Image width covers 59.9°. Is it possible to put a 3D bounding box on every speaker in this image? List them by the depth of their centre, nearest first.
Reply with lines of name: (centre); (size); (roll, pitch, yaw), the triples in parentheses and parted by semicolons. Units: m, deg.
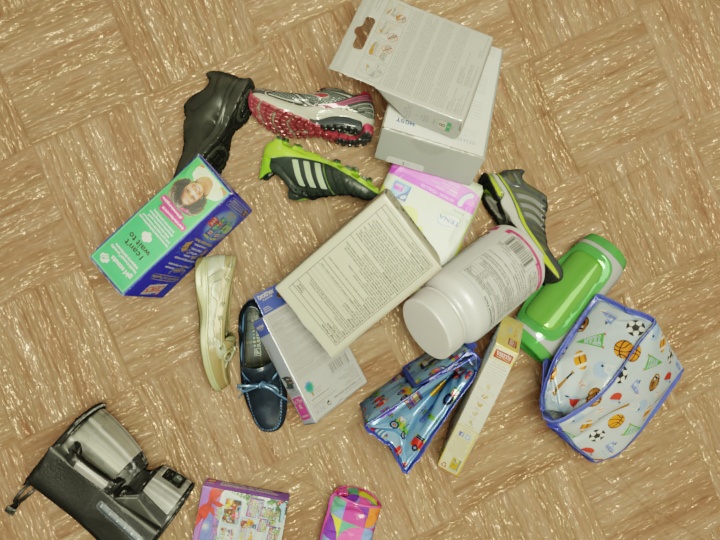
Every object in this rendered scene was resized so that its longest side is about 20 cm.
speaker: (0.317, 0.043, 0.964); (0.088, 0.088, 0.201); (41, 88, -1)

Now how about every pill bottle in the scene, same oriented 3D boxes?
pill bottle: (0.161, 0.030, 0.894); (0.198, 0.113, 0.115); (-33, 91, -25)

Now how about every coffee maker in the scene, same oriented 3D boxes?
coffee maker: (-0.372, 0.329, 0.919); (0.199, 0.135, 0.193); (42, 111, 0)

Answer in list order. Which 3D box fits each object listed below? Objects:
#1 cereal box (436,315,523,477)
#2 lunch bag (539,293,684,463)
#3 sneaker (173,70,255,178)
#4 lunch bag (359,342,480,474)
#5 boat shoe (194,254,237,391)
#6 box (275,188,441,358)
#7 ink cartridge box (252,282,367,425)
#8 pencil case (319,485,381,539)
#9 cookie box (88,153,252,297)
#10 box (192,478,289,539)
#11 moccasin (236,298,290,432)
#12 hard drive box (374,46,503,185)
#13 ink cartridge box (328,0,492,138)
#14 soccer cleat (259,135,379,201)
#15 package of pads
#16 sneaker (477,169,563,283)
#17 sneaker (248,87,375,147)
cereal box: (0.173, 0.174, 0.896); (0.039, 0.144, 0.204); (25, 108, 10)
lunch bag: (0.356, 0.168, 0.918); (0.169, 0.123, 0.202); (39, 84, -37)
sneaker: (-0.237, -0.214, 0.954); (0.089, 0.076, 0.203); (24, 75, 10)
lunch bag: (0.100, 0.176, 0.918); (0.200, 0.151, 0.094); (-44, 91, -3)
boat shoe: (-0.209, 0.080, 0.944); (0.061, 0.073, 0.206); (-5, 92, -5)
box: (0.000, 0.000, 0.875); (0.199, 0.109, 0.129); (-39, 97, 11)
ink cartridge box: (-0.081, 0.111, 0.938); (0.118, 0.042, 0.203); (-28, 93, -42)
pencil case: (-0.033, 0.432, 0.943); (0.087, 0.088, 0.204); (19, 87, -2)
cookie box: (-0.262, -0.055, 0.897); (0.200, 0.171, 0.075); (-44, 88, -3)
box: (-0.192, 0.435, 0.956); (0.133, 0.039, 0.205); (11, 89, -3)
moccasin: (-0.159, 0.147, 0.948); (0.079, 0.068, 0.205); (-14, 89, -3)
hard drive box: (0.118, -0.250, 0.930); (0.152, 0.077, 0.204); (16, 66, -2)
ink cartridge box: (0.072, -0.291, 0.877); (0.196, 0.050, 0.164); (21, 66, 5)
soccer cleat: (-0.064, -0.136, 0.954); (0.197, 0.067, 0.083); (24, 101, 15)
package of pads: (0.087, -0.068, 0.964); (0.152, 0.068, 0.203); (26, 89, 0)
sneaker: (0.260, -0.075, 0.954); (0.079, 0.074, 0.203); (-23, 74, -10)
sneaker: (-0.075, -0.246, 0.961); (0.195, 0.081, 0.077); (9, 74, -10)
